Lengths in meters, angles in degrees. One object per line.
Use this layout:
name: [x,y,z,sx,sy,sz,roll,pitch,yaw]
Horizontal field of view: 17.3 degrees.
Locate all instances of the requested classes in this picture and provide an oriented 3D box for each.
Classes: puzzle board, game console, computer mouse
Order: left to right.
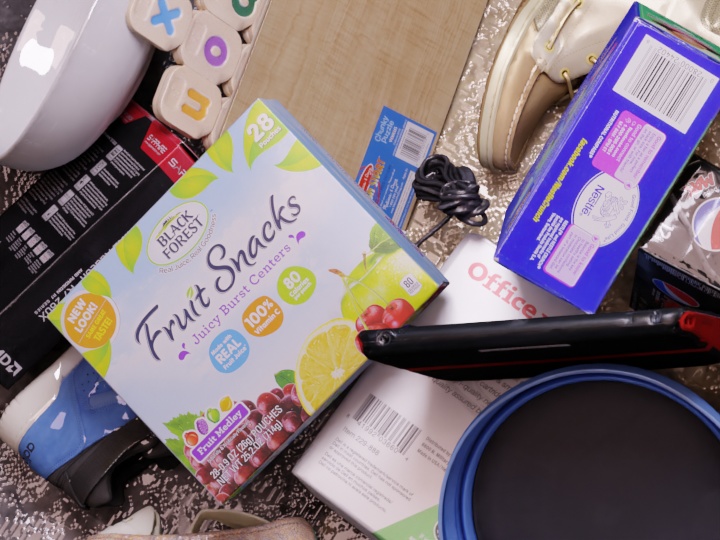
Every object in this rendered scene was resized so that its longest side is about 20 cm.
puzzle board: [-0.006,-0.138,1.625,0.150,0.017,0.201,24,79,-21]
computer mouse: [0.000,0.000,1.575,0.200,0.110,0.044,-44,111,9]
game console: [0.115,0.040,1.410,0.198,0.177,0.031,-5,80,18]

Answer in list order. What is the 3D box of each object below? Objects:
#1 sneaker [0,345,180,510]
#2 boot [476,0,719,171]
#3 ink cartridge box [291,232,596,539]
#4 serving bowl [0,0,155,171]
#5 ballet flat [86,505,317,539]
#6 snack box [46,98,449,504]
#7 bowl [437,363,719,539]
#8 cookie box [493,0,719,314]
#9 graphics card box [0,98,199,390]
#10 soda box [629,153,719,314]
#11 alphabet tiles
sneaker: [-0.140,0.073,1.598,0.111,0.077,0.200,41,82,15]
boot: [0.178,-0.138,1.605,0.155,0.073,0.201,23,77,14]
ink cartridge box: [0.075,0.100,1.548,0.146,0.084,0.200,36,83,17]
serving bowl: [-0.185,-0.153,1.625,0.065,0.200,0.201,25,78,-20]
ballet flat: [-0.122,0.192,1.576,0.198,0.068,0.068,-1,55,4]
snack box: [-0.071,0.018,1.510,0.200,0.068,0.169,-44,85,8]
bowl: [0.147,0.150,1.420,0.199,0.039,0.202,3,106,12]
cookie box: [0.159,-0.076,1.477,0.075,0.200,0.172,31,102,0]
graphics card box: [-0.199,-0.022,1.611,0.200,0.051,0.125,-43,30,-5]
soda box: [0.215,-0.008,1.491,0.063,0.200,0.071,31,83,9]
alphabet tiles: [-0.074,-0.177,1.608,0.015,0.195,0.201,7,73,46]
